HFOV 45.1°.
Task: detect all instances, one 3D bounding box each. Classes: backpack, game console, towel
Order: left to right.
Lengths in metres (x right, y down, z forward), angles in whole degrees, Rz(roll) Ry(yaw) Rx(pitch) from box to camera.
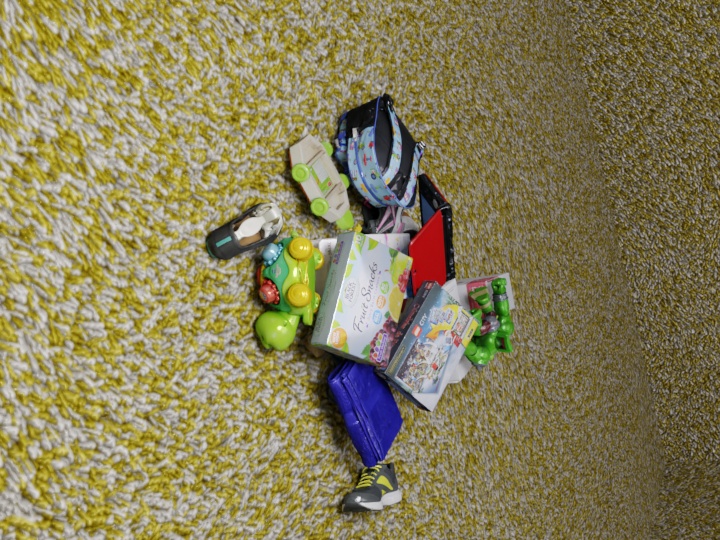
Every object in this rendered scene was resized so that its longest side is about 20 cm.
[{"bbox_3d":[0.018,0.237,1.571,0.148,0.049,0.201,-49,125,-49],"label":"towel"},{"bbox_3d":[0.036,-0.207,1.679,0.183,0.134,0.201,47,36,-42],"label":"backpack"},{"bbox_3d":[0.114,-0.052,1.662,0.201,0.118,0.173,81,-17,-46],"label":"game console"}]

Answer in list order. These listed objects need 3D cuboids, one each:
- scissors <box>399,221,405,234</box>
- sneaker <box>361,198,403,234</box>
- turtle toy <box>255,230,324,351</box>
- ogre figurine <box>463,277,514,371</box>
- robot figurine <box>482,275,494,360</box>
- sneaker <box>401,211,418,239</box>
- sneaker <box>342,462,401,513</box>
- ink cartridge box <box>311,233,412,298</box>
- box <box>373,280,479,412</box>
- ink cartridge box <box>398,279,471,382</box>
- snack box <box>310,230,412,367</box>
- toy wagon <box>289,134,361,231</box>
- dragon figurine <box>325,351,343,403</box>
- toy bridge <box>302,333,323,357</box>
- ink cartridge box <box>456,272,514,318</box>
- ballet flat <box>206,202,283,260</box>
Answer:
[{"bbox_3d":[0.069,-0.033,1.753,0.014,0.073,0.200,60,-7,25],"label":"scissors"},{"bbox_3d":[0.048,-0.141,1.784,0.086,0.080,0.201,31,46,-30],"label":"sneaker"},{"bbox_3d":[-0.121,0.032,1.433,0.146,0.100,0.201,52,40,-78],"label":"turtle toy"},{"bbox_3d":[0.250,0.116,1.746,0.120,0.098,0.200,63,32,-21],"label":"ogre figurine"},{"bbox_3d":[0.299,0.118,2.126,0.176,0.115,0.201,58,37,-52],"label":"robot figurine"},{"bbox_3d":[0.109,-0.046,1.866,0.201,0.072,0.085,79,-4,-46],"label":"sneaker"},{"bbox_3d":[0.016,0.410,1.649,0.200,0.074,0.085,17,65,-67],"label":"sneaker"},{"bbox_3d":[0.000,0.000,1.625,0.200,0.125,0.129,-6,91,-60],"label":"ink cartridge box"},{"bbox_3d":[0.125,0.139,1.602,0.136,0.038,0.201,41,69,-27],"label":"box"},{"bbox_3d":[0.137,0.127,1.806,0.083,0.144,0.201,-31,113,-58],"label":"ink cartridge box"},{"bbox_3d":[0.004,0.051,1.485,0.142,0.053,0.201,23,74,-36],"label":"snack box"},{"bbox_3d":[-0.062,-0.148,1.580,0.201,0.039,0.155,62,24,-14],"label":"toy wagon"},{"bbox_3d":[-0.026,0.213,1.610,0.200,0.059,0.100,45,48,-49],"label":"dragon figurine"},{"bbox_3d":[-0.024,0.099,1.596,0.199,0.067,0.027,-21,133,-31],"label":"toy bridge"},{"bbox_3d":[0.219,0.065,1.919,0.145,0.199,0.084,-16,95,-59],"label":"ink cartridge box"},{"bbox_3d":[-0.166,-0.069,1.399,0.068,0.068,0.200,57,34,-7],"label":"ballet flat"}]
